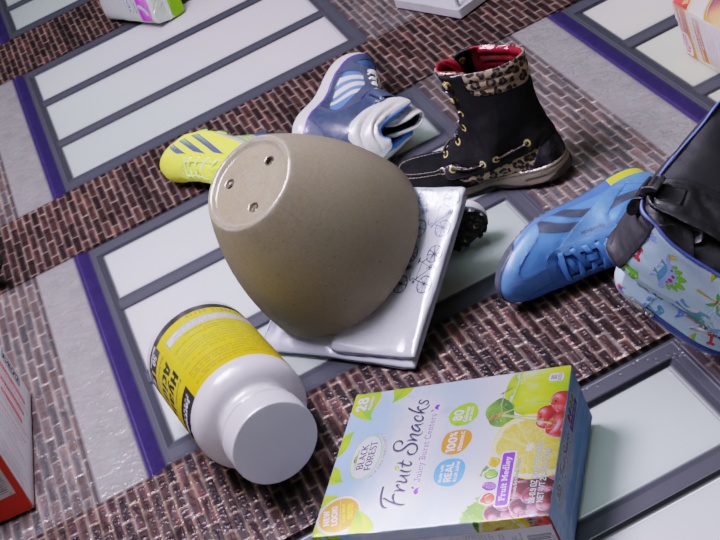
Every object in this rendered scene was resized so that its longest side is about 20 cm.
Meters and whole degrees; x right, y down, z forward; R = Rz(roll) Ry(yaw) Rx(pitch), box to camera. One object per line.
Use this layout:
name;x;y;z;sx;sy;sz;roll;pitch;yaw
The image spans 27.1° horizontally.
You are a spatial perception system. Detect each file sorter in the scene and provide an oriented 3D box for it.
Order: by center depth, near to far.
file sorter;0.141;-0.453;2.033;0.200;0.125;0.139;-40;34;-23

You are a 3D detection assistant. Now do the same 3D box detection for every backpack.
backpack;0.322;-0.016;1.227;0.200;0.147;0.183;39;61;10

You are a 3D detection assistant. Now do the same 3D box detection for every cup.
cup;-0.065;-0.055;1.452;0.200;0.143;0.201;-20;54;30

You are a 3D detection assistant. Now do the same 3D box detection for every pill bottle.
pill bottle;-0.116;0.113;1.378;0.111;0.112;0.200;-32;32;-12

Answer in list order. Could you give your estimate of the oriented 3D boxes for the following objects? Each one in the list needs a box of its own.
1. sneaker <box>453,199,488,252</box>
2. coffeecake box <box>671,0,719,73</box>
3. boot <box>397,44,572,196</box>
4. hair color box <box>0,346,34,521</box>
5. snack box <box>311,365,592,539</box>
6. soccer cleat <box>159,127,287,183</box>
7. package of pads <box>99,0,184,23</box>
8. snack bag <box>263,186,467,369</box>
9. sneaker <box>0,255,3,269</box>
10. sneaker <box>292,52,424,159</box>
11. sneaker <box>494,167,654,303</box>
sneaker;0.037;-0.049;1.554;0.199;0.072;0.073;-9;45;21
coffeecake box;0.453;-0.265;1.597;0.153;0.073;0.200;-29;31;-6
boot;0.112;-0.156;1.587;0.199;0.151;0.073;-4;37;29
hair color box;-0.377;0.155;1.501;0.061;0.102;0.200;-23;31;1
snack box;0.077;0.167;1.214;0.199;0.068;0.169;-11;35;23
soccer cleat;-0.171;-0.128;1.817;0.200;0.065;0.084;-2;40;31
package of pads;-0.373;-0.489;2.352;0.068;0.201;0.154;-36;32;-31
snack bag;0.000;0.000;1.482;0.199;0.021;0.189;4;68;38
sneaker;-0.525;0.019;1.831;0.199;0.074;0.089;-18;31;29
sneaker;0.020;-0.191;1.780;0.146;0.081;0.200;5;38;26
sneaker;0.219;-0.027;1.409;0.200;0.066;0.078;-32;36;-13
